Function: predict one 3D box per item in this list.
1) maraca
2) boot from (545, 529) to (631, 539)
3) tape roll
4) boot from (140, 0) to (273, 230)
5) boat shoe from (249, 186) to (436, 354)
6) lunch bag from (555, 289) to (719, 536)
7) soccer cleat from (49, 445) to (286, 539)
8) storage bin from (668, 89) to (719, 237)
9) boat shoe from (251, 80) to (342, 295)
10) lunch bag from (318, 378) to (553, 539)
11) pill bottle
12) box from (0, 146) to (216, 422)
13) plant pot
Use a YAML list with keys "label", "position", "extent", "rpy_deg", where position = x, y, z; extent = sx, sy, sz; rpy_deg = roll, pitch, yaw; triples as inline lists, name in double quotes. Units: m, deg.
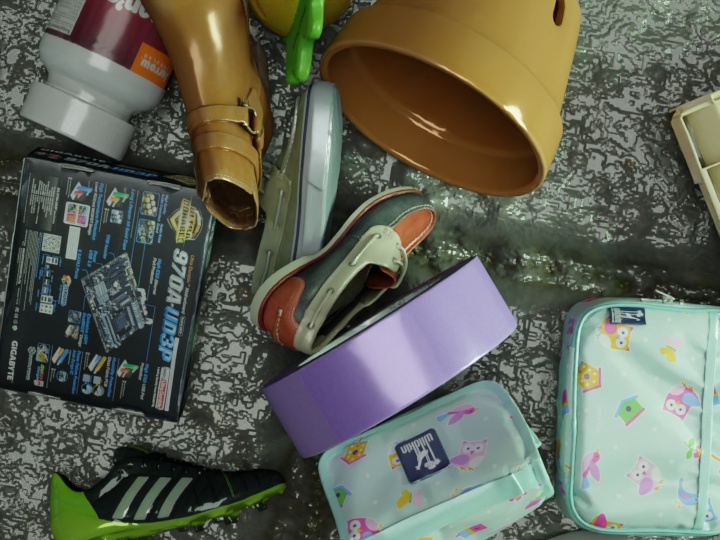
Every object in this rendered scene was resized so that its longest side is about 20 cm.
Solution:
- label: "maraca"
  position: [-0.048, -0.239, 1.177]
  extent: [0.106, 0.138, 0.201]
  rpy_deg: [3, 51, -11]
- label: "boot"
  position: [0.144, 0.292, 1.233]
  extent: [0.199, 0.073, 0.091]
  rpy_deg: [-22, 111, -14]
- label: "tape roll"
  position: [0.022, 0.067, 1.164]
  extent: [0.199, 0.200, 0.066]
  rpy_deg: [-32, 91, -1]
- label: "boot"
  position: [-0.115, -0.135, 1.125]
  extent: [0.073, 0.200, 0.156]
  rpy_deg: [-11, 61, 20]
- label: "boat shoe"
  position: [0.000, 0.000, 1.190]
  extent: [0.062, 0.072, 0.200]
  rpy_deg: [28, 47, 31]
- label: "lunch bag"
  position: [0.244, 0.117, 1.229]
  extent: [0.159, 0.077, 0.202]
  rpy_deg: [3, 90, -1]
- label: "soccer cleat"
  position: [-0.163, 0.180, 1.232]
  extent: [0.198, 0.068, 0.082]
  rpy_deg: [-12, 77, 0]
- label: "storage bin"
  position: [0.379, -0.075, 1.224]
  extent: [0.197, 0.094, 0.201]
  rpy_deg: [-22, 91, 0]
- label: "boat shoe"
  position: [-0.054, -0.057, 1.205]
  extent: [0.062, 0.072, 0.201]
  rpy_deg: [10, 112, 6]
- label: "lunch bag"
  position: [0.058, 0.167, 1.165]
  extent: [0.169, 0.200, 0.123]
  rpy_deg: [-23, 91, 0]
- label: "pill bottle"
  position: [-0.194, -0.198, 1.206]
  extent: [0.109, 0.110, 0.201]
  rpy_deg: [24, 89, -1]
- label: "box"
  position: [-0.207, 0.013, 1.216]
  extent: [0.158, 0.046, 0.201]
  rpy_deg: [10, 103, -1]
- label: "plant pot"
  position: [0.085, -0.172, 1.180]
  extent: [0.199, 0.200, 0.141]
  rpy_deg: [29, 74, -1]
